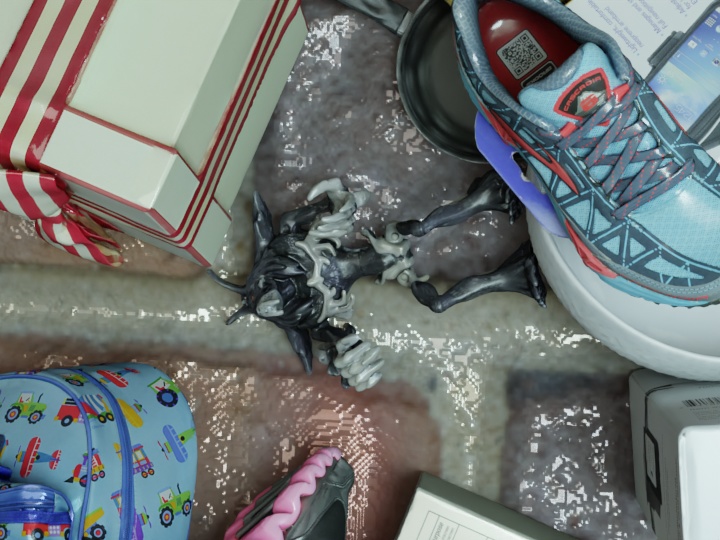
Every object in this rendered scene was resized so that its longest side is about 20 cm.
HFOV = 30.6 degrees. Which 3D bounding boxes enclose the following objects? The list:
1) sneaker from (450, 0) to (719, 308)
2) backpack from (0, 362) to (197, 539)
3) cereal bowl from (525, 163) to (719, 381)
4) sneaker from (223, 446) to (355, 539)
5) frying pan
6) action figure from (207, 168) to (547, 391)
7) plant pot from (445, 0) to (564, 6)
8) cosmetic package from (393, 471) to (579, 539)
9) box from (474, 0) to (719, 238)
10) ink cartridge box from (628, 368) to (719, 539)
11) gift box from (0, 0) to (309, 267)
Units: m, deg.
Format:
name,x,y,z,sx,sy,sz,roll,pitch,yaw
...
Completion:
name,x,y,z,sx,sy,sz,roll,pitch,yaw
sneaker,0.105,-0.062,0.613,0.079,0.095,0.200,-44,70,5
backpack,-0.182,0.143,0.739,0.181,0.134,0.202,-4,72,38
cereal bowl,0.187,-0.029,0.738,0.198,0.083,0.202,1,68,-2
sneaker,-0.035,0.183,0.732,0.095,0.200,0.079,41,126,-9
frying pan,0.042,-0.125,0.793,0.188,0.031,0.116,7,88,9
action figure,0.000,0.000,0.757,0.198,0.102,0.120,-15,98,12
plant pot,0.120,-0.247,0.725,0.141,0.200,0.202,-14,88,-23
cosmetic package,0.106,0.206,0.763,0.199,0.073,0.104,24,92,6
box,0.158,-0.101,0.680,0.200,0.041,0.119,-39,71,5
ink cartridge box,0.225,0.101,0.691,0.144,0.200,0.084,-4,93,5
gift box,-0.154,-0.110,0.743,0.199,0.185,0.188,20,82,13
